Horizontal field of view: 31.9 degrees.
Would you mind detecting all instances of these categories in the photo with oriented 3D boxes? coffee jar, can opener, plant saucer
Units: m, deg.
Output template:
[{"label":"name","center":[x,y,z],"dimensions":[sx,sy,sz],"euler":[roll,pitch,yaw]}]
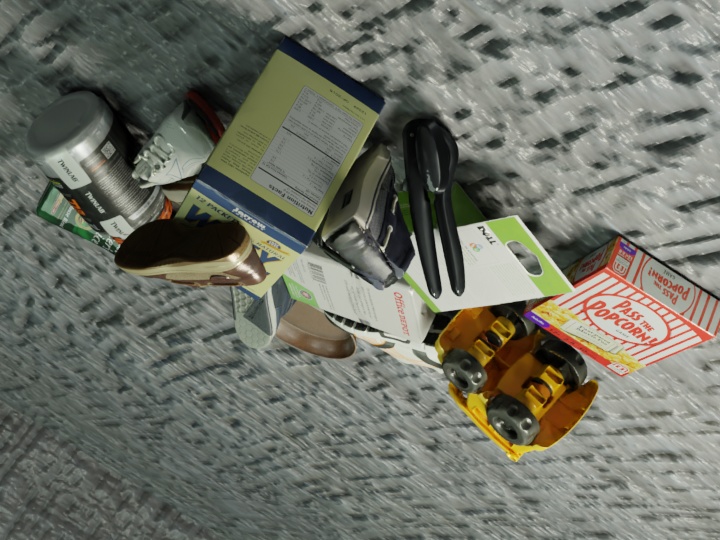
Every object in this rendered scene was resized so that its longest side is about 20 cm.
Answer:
[{"label":"coffee jar","center":[-0.358,-0.077,1.818],"dimensions":[0.200,0.085,0.104],"euler":[31,116,-9]},{"label":"can opener","center":[0.077,-0.066,1.359],"dimensions":[0.063,0.079,0.201],"euler":[2,108,29]},{"label":"plant saucer","center":[-0.090,0.066,1.906],"dimensions":[0.200,0.035,0.200],"euler":[22,155,11]}]

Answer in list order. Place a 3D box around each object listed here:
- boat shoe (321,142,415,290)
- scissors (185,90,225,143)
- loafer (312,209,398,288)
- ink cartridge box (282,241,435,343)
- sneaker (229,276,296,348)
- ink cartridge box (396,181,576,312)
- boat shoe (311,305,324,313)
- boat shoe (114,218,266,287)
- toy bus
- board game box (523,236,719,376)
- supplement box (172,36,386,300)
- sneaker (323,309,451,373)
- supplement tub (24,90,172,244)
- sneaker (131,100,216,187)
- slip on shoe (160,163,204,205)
[{"label":"boat shoe","center":[0.018,-0.058,1.376],"dimensions":[0.075,0.200,0.093],"euler":[-32,111,30]},{"label":"scissors","center":[-0.148,-0.133,1.519],"dimensions":[0.200,0.014,0.073],"euler":[51,161,12]},{"label":"loafer","center":[-0.030,-0.056,1.523],"dimensions":[0.200,0.068,0.070],"euler":[42,-173,17]},{"label":"ink cartridge box","center":[0.000,0.000,1.631],"dimensions":[0.199,0.084,0.146],"euler":[18,154,19]},{"label":"sneaker","center":[-0.124,-0.017,1.703],"dimensions":[0.077,0.146,0.203],"euler":[11,122,15]},{"label":"ink cartridge box","center":[0.137,-0.031,1.452],"dimensions":[0.199,0.076,0.148],"euler":[-9,137,38]},{"label":"boat shoe","center":[0.007,0.054,1.778],"dimensions":[0.199,0.057,0.067],"euler":[27,-169,9]},{"label":"boat shoe","center":[-0.181,-0.008,1.344],"dimensions":[0.199,0.072,0.072],"euler":[-2,140,38]},{"label":"toy bus","center":[0.179,0.146,1.634],"dimensions":[0.200,0.136,0.192],"euler":[44,155,5]},{"label":"board game box","center":[0.302,0.046,1.463],"dimensions":[0.151,0.046,0.200],"euler":[31,155,-8]},{"label":"supplement box","center":[-0.099,-0.107,1.391],"dimensions":[0.134,0.200,0.200],"euler":[31,154,-8]},{"label":"sneaker","center":[0.039,0.087,1.707],"dimensions":[0.199,0.074,0.080],"euler":[20,143,19]},{"label":"supplement tub","center":[-0.342,-0.130,1.673],"dimensions":[0.122,0.123,0.200],"euler":[7,146,37]},{"label":"sneaker","center":[-0.232,-0.143,1.551],"dimensions":[0.075,0.087,0.200],"euler":[56,159,5]},{"label":"slip on shoe","center":[-0.181,-0.098,1.633],"dimensions":[0.199,0.076,0.061],"euler":[4,142,45]}]
